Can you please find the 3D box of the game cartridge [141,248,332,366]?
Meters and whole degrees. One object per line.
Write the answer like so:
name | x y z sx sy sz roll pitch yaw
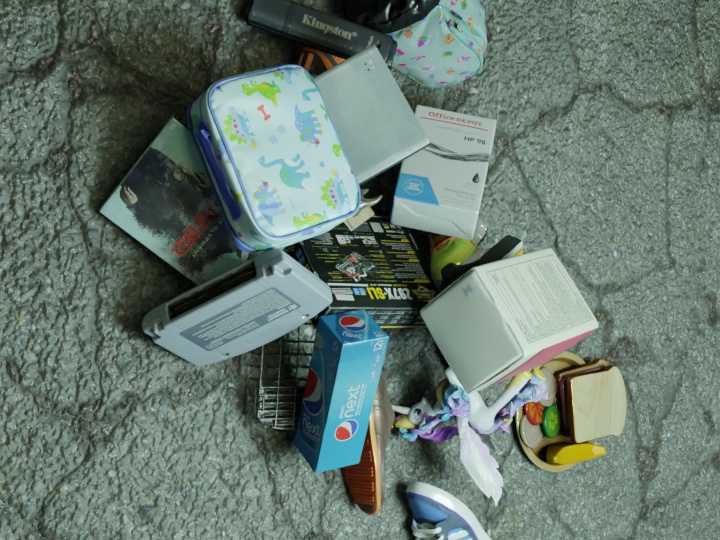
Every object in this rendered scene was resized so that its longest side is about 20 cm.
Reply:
game cartridge | -0.141 0.048 1.458 0.133 0.199 0.042 36 33 -57

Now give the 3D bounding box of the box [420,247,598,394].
box | 0.193 0.062 1.586 0.199 0.109 0.128 -13 68 -51

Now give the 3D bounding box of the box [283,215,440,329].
box | 0.000 0.000 1.599 0.199 0.049 0.160 1 52 -38

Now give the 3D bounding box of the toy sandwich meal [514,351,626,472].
toy sandwich meal | 0.322 0.216 1.886 0.204 0.070 0.207 0 90 -37

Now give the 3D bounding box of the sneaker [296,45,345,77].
sneaker | -0.002 -0.246 1.636 0.199 0.077 0.113 27 65 -43

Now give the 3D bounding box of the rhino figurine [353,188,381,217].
rhino figurine | -0.069 -0.117 1.545 0.199 0.060 0.088 15 82 3

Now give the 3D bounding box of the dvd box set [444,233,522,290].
dvd box set | 0.179 0.066 1.749 0.146 0.029 0.201 -39 139 -32

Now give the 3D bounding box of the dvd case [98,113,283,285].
dvd case | -0.186 -0.066 1.458 0.200 0.022 0.146 39 99 -16

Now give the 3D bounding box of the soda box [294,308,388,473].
soda box | -0.026 0.150 1.530 0.067 0.064 0.201 -8 125 -31

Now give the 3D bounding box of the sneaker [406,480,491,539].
sneaker | 0.106 0.403 1.714 0.200 0.080 0.147 50 58 -32

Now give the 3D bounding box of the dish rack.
dish rack | -0.080 0.103 1.593 0.153 0.054 0.202 4 90 -36

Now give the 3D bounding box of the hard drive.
hard drive | -0.036 -0.165 1.502 0.199 0.033 0.140 -29 86 -1

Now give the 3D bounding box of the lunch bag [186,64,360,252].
lunch bag | -0.103 -0.129 1.414 0.160 0.082 0.201 -21 87 -34

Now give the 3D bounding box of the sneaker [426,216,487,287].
sneaker | 0.118 -0.047 1.697 0.090 0.078 0.200 52 20 -13

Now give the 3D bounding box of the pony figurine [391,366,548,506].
pony figurine | 0.160 0.197 1.701 0.193 0.167 0.200 42 105 -12

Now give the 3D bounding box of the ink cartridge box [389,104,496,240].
ink cartridge box | 0.116 -0.150 1.667 0.115 0.067 0.201 11 58 5

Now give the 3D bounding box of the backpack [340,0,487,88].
backpack | 0.085 -0.334 1.657 0.200 0.166 0.128 24 65 -51

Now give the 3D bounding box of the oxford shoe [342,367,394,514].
oxford shoe | 0.019 0.225 1.657 0.073 0.071 0.202 -5 93 -42

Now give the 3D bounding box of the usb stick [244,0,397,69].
usb stick | -0.051 -0.305 1.570 0.199 0.033 0.056 19 58 -6

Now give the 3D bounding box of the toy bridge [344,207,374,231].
toy bridge | -0.067 -0.133 1.588 0.067 0.027 0.200 -36 94 10
